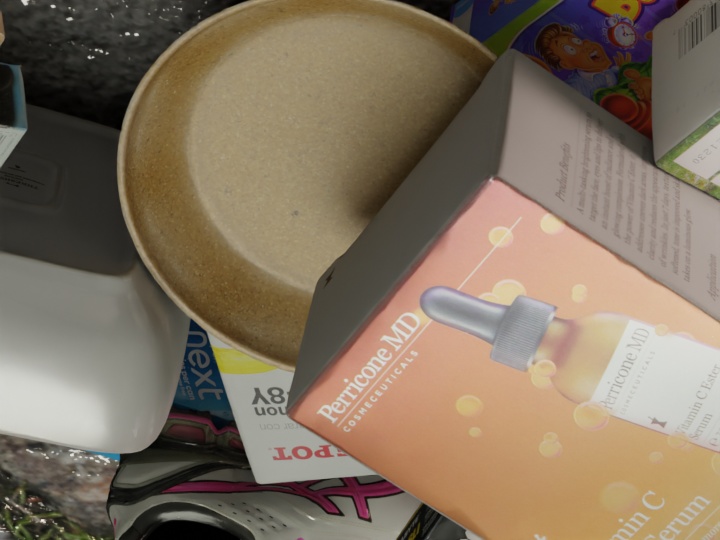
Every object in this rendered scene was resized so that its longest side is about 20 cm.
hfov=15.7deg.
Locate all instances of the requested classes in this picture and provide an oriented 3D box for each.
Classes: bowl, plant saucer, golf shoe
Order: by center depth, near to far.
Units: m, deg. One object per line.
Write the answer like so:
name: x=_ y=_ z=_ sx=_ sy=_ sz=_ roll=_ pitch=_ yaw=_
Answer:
plant saucer: x=-0.006 y=-0.041 z=1.147 sx=0.200 sy=0.035 sz=0.200 roll=5 pitch=124 yaw=8
bowl: x=-0.171 y=-0.016 z=1.218 sx=0.200 sy=0.200 sz=0.075 roll=14 pitch=122 yaw=-7
golf shoe: x=-0.031 y=0.135 z=1.341 sx=0.200 sy=0.092 sz=0.073 roll=9 pitch=138 yaw=-2

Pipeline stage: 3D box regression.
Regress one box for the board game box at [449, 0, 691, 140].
board game box: x=0.152 y=-0.115 z=1.147 sx=0.134 sy=0.045 sz=0.200 roll=32 pitch=135 yaw=-25

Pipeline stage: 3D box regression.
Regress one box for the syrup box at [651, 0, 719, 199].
syrup box: x=0.225 y=-0.053 z=1.109 sx=0.200 sy=0.082 sz=0.079 roll=24 pitch=139 yaw=-24

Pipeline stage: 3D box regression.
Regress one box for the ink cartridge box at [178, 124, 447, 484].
ink cartridge box: x=0.000 y=0.000 z=1.252 sx=0.145 sy=0.083 sz=0.200 roll=-5 pitch=126 yaw=14

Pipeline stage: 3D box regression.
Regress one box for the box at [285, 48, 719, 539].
box: x=0.095 y=0.035 z=1.093 sx=0.200 sy=0.106 sz=0.152 roll=32 pitch=121 yaw=-13

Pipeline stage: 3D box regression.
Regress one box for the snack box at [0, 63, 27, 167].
snack box: x=-0.248 y=-0.051 z=1.046 sx=0.200 sy=0.037 sz=0.116 roll=8 pitch=144 yaw=-31

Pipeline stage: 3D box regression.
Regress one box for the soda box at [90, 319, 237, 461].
soda box: x=-0.052 y=0.082 z=1.401 sx=0.200 sy=0.064 sz=0.068 roll=19 pitch=139 yaw=-12

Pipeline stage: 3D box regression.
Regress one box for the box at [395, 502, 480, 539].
box: x=0.122 y=0.117 z=1.239 sx=0.160 sy=0.049 sz=0.200 roll=26 pitch=125 yaw=-8

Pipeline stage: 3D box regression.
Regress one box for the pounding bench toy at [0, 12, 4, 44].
pounding bench toy: x=-0.270 y=-0.141 z=1.081 sx=0.200 sy=0.156 sz=0.124 roll=9 pitch=144 yaw=-32
